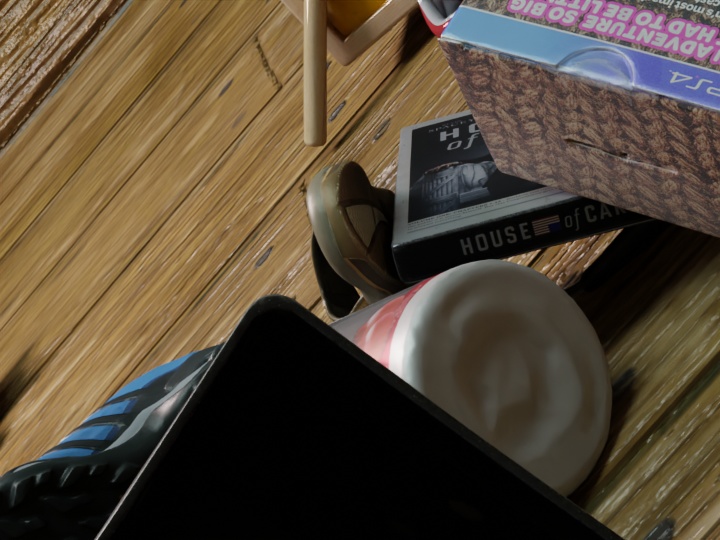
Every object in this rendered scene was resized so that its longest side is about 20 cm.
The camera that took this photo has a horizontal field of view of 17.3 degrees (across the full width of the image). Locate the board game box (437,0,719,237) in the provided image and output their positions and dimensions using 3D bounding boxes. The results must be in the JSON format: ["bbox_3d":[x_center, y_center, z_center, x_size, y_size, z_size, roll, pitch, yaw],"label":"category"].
[{"bbox_3d":[0.159,-0.127,1.022,0.159,0.097,0.200,19,65,33],"label":"board game box"}]

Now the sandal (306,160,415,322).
[{"bbox_3d":[0.000,0.000,1.143,0.054,0.081,0.200,-23,-18,9],"label":"sandal"}]

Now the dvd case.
[{"bbox_3d":[0.090,-0.053,1.142,0.149,0.025,0.200,-15,18,7],"label":"dvd case"}]

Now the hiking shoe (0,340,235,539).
[{"bbox_3d":[-0.108,0.099,1.025,0.199,0.075,0.087,-31,8,-20],"label":"hiking shoe"}]

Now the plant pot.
[{"bbox_3d":[-0.027,0.159,0.900,0.200,0.199,0.177,-56,6,-18],"label":"plant pot"}]

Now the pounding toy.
[{"bbox_3d":[-0.009,-0.235,1.691,0.200,0.184,0.142,-38,10,34],"label":"pounding toy"}]

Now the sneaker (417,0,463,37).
[{"bbox_3d":[0.100,-0.176,1.378,0.071,0.112,0.200,-36,22,39],"label":"sneaker"}]

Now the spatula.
[{"bbox_3d":[0.096,0.010,1.155,0.200,0.021,0.057,-38,16,35],"label":"spatula"}]

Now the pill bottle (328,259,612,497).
[{"bbox_3d":[0.016,0.071,1.082,0.200,0.111,0.111,-26,29,55],"label":"pill bottle"}]
